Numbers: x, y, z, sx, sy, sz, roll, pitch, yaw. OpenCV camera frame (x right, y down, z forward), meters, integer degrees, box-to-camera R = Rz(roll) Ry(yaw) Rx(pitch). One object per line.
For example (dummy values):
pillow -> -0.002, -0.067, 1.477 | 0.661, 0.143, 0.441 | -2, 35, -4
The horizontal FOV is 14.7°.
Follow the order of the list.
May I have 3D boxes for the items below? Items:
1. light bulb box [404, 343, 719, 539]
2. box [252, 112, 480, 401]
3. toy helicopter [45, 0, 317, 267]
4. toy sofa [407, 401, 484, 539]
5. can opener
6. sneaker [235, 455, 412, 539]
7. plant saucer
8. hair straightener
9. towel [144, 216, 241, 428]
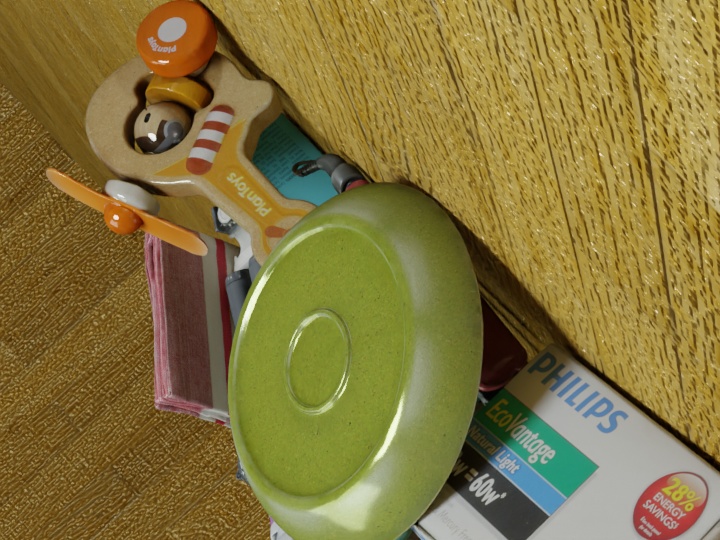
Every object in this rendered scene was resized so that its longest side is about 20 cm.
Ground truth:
light bulb box -> 0.148, 0.174, 1.429 | 0.200, 0.125, 0.198 | 50, 174, -33
box -> 0.000, 0.000, 1.685 | 0.200, 0.049, 0.082 | 46, 166, 20
toy helicopter -> -0.091, -0.054, 1.607 | 0.200, 0.132, 0.079 | 44, 169, 35
toy sofa -> 0.036, 0.178, 1.719 | 0.097, 0.200, 0.083 | 22, 170, 30
can opener -> -0.055, 0.011, 1.852 | 0.066, 0.053, 0.200 | 11, -125, -34
sneaker -> -0.035, 0.151, 1.681 | 0.078, 0.200, 0.140 | 22, 177, -42
plant saucer -> -0.012, 0.049, 1.469 | 0.031, 0.200, 0.200 | 12, -161, -38
hair straightener -> 0.029, 0.006, 1.595 | 0.200, 0.041, 0.077 | 45, 173, 26
towel -> -0.059, 0.054, 1.877 | 0.200, 0.023, 0.144 | 21, -132, -35
